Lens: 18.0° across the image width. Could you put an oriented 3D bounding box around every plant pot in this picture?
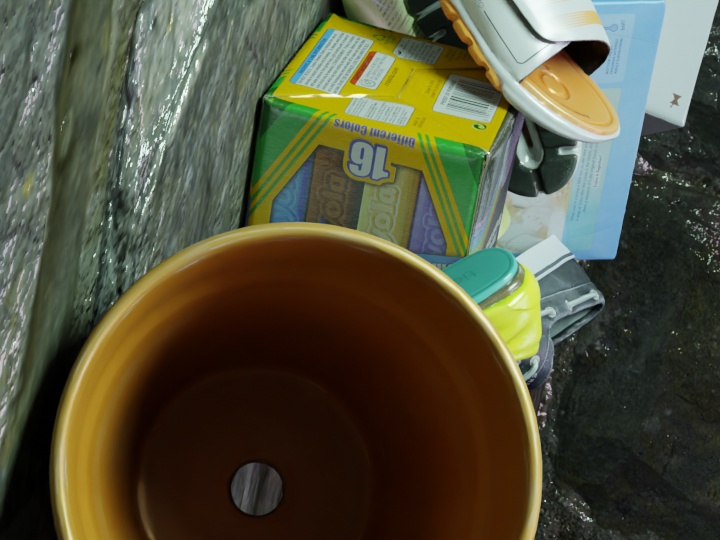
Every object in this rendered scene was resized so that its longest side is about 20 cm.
[{"bbox_3d":[-0.037,0.090,0.999,0.183,0.200,0.201,140,-33,-79],"label":"plant pot"}]

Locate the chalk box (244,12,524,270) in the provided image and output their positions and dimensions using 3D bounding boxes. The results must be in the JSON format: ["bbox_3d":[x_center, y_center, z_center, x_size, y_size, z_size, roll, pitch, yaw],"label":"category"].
[{"bbox_3d":[0.007,-0.016,1.239,0.124,0.123,0.200,-61,165,-59],"label":"chalk box"}]

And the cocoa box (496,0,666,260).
[{"bbox_3d":[0.103,-0.119,1.462,0.131,0.133,0.200,-108,-160,-51],"label":"cocoa box"}]

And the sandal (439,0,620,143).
[{"bbox_3d":[0.076,-0.157,1.204,0.059,0.207,0.079,-43,168,30],"label":"sandal"}]

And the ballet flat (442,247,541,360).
[{"bbox_3d":[0.002,0.056,1.141,0.067,0.200,0.067,-125,-167,-56],"label":"ballet flat"}]

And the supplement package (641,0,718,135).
[{"bbox_3d":[0.163,-0.168,1.696,0.200,0.117,0.118,-6,-114,70],"label":"supplement package"}]

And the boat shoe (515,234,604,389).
[{"bbox_3d":[0.085,0.046,1.384,0.200,0.068,0.072,-34,167,-51],"label":"boat shoe"}]

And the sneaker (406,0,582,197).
[{"bbox_3d":[0.080,-0.142,1.318,0.090,0.078,0.201,-28,104,-71],"label":"sneaker"}]

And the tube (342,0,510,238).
[{"bbox_3d":[0.032,-0.102,1.322,0.058,0.052,0.200,43,-20,58],"label":"tube"}]
